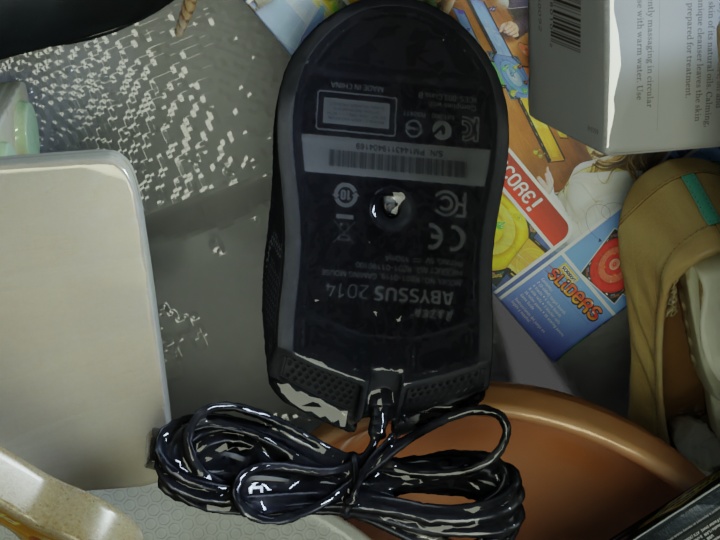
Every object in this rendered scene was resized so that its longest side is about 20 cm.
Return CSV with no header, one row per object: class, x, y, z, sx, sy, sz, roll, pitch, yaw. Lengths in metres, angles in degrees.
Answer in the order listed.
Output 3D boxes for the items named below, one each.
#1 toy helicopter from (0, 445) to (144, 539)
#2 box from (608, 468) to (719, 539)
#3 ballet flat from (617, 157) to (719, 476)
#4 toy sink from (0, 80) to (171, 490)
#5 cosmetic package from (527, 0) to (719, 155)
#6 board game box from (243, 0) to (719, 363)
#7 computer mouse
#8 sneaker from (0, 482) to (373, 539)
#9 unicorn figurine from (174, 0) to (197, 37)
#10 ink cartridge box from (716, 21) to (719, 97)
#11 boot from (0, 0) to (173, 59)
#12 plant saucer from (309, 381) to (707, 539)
toy helicopter,-0.165,0.055,0.903,0.200,0.132,0.079,33,66,-18
box,0.117,0.181,0.977,0.200,0.046,0.159,-37,87,24
ballet flat,0.138,0.050,1.027,0.068,0.063,0.201,-22,126,-7
toy sink,-0.170,0.006,0.995,0.199,0.112,0.131,-5,111,4
cosmetic package,0.167,-0.105,0.956,0.199,0.085,0.108,-4,104,-16
board game box,0.066,-0.079,1.013,0.135,0.034,0.200,-37,109,11
computer mouse,0.000,0.000,0.965,0.138,0.053,0.201,9,79,-7
sneaker,-0.067,0.120,1.044,0.199,0.099,0.071,15,78,5
unicorn figurine,0.010,-0.168,0.927,0.199,0.138,0.074,-2,149,38
ink cartridge box,0.225,-0.017,0.901,0.199,0.075,0.166,-12,108,-24
boot,-0.146,-0.092,0.931,0.197,0.163,0.074,-12,109,1
plant saucer,0.061,0.111,1.050,0.199,0.038,0.201,9,136,8
